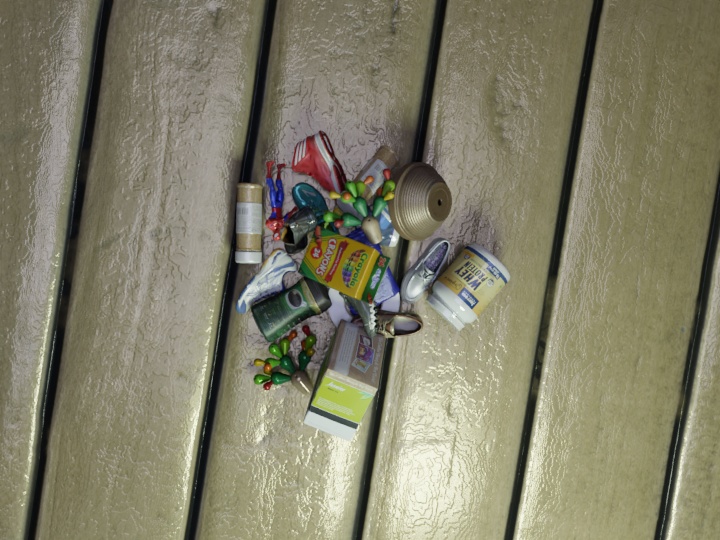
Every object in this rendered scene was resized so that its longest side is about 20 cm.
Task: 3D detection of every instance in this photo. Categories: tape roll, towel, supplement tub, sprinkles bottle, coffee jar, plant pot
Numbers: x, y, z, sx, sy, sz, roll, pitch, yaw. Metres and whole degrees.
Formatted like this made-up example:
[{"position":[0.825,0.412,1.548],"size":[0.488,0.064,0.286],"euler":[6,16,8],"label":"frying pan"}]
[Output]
[{"position":[0.008,0.082,1.605],"size":[0.199,0.037,0.207],"euler":[0,92,-5],"label":"tape roll"},{"position":[0.000,0.000,1.547],"size":[0.146,0.050,0.202],"euler":[-26,106,2],"label":"towel"},{"position":[0.279,0.044,1.569],"size":[0.144,0.144,0.201],"euler":[41,89,-4],"label":"supplement tub"},{"position":[-0.289,-0.122,1.553],"size":[0.067,0.068,0.204],"euler":[1,92,-4],"label":"sprinkles bottle"},{"position":[-0.176,0.094,1.548],"size":[0.198,0.086,0.105],"euler":[-29,69,-3],"label":"coffee jar"},{"position":[0.169,-0.174,1.529],"size":[0.199,0.092,0.205],"euler":[-9,103,-41],"label":"plant pot"},{"position":[0.021,-0.233,1.553],"size":[0.068,0.068,0.201],"euler":[40,72,-5],"label":"sprinkles bottle"}]

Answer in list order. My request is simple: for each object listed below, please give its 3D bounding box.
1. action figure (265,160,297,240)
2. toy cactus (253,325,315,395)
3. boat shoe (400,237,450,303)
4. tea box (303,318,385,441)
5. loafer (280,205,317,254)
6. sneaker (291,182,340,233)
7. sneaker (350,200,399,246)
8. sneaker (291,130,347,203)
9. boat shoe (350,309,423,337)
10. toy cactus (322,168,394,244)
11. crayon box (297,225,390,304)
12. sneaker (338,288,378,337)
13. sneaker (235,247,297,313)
[{"position":[-0.201,-0.179,1.540],"size":[0.065,0.098,0.204],"euler":[1,90,-46],"label":"action figure"},{"position":[-0.179,0.256,1.571],"size":[0.199,0.102,0.166],"euler":[-40,104,-10],"label":"toy cactus"},{"position":[0.177,0.001,1.598],"size":[0.072,0.069,0.201],"euler":[40,89,-4],"label":"boat shoe"},{"position":[-0.037,0.270,1.493],"size":[0.132,0.201,0.199],"euler":[22,121,-5],"label":"tea box"},{"position":[-0.171,-0.093,1.508],"size":[0.072,0.200,0.073],"euler":[-27,74,-27],"label":"loafer"},{"position":[-0.109,-0.146,1.567],"size":[0.077,0.080,0.201],"euler":[-35,93,-2],"label":"sneaker"},{"position":[0.042,-0.168,1.576],"size":[0.144,0.081,0.204],"euler":[11,97,-8],"label":"sneaker"},{"position":[-0.110,-0.256,1.581],"size":[0.114,0.078,0.203],"euler":[-17,101,20],"label":"sneaker"},{"position":[0.070,0.139,1.557],"size":[0.196,0.072,0.077],"euler":[-4,92,-4],"label":"boat shoe"},{"position":[0.013,-0.146,1.459],"size":[0.198,0.102,0.167],"euler":[-31,103,-19],"label":"toy cactus"},{"position":[-0.039,-0.014,1.453],"size":[0.197,0.051,0.129],"euler":[21,85,17],"label":"crayon box"},{"position":[-0.007,0.070,1.499],"size":[0.089,0.066,0.204],"euler":[-10,91,7],"label":"sneaker"},{"position":[-0.245,0.042,1.567],"size":[0.088,0.075,0.201],"euler":[38,90,-5],"label":"sneaker"}]
